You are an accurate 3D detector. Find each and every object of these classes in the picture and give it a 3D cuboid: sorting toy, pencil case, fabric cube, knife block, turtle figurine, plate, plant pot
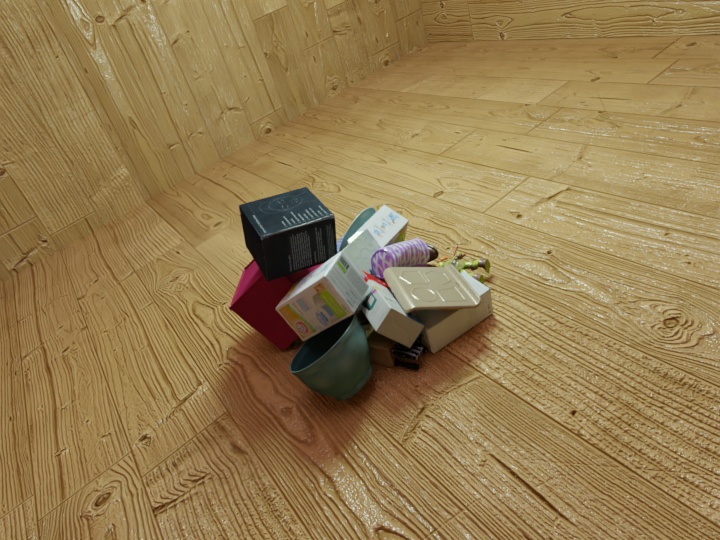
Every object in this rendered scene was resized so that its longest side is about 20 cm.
[{"bbox_3d":[0.169,0.046,1.290,0.192,0.038,0.186,-4,30,-17],"label":"sorting toy"},{"bbox_3d":[0.111,-0.031,1.429,0.197,0.087,0.084,-20,-17,-48],"label":"pencil case"},{"bbox_3d":[-0.217,0.054,1.478,0.199,0.198,0.199,-39,24,25],"label":"fabric cube"},{"bbox_3d":[0.061,0.196,1.301,0.194,0.066,0.177,-23,32,-3],"label":"knife block"},{"bbox_3d":[0.277,-0.011,1.475,0.157,0.066,0.201,6,42,36],"label":"turtle figurine"},{"bbox_3d":[-0.003,-0.105,1.680,0.025,0.203,0.200,33,55,18],"label":"plate"},{"bbox_3d":[-0.051,0.214,1.244,0.198,0.135,0.201,-37,13,10],"label":"plant pot"}]

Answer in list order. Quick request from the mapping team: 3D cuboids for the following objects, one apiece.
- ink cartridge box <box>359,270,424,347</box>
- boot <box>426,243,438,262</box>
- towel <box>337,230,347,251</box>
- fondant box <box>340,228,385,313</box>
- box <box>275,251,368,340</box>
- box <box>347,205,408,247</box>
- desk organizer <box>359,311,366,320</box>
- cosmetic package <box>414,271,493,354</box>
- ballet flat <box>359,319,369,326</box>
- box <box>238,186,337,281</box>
[{"bbox_3d":[0.058,0.088,1.280,0.068,0.114,0.201,-55,32,11],"label":"ink cartridge box"},{"bbox_3d":[0.118,0.008,1.539,0.182,0.066,0.201,-11,28,41],"label":"boot"},{"bbox_3d":[-0.053,-0.092,1.793,0.142,0.024,0.200,-7,31,49],"label":"towel"},{"bbox_3d":[0.000,0.000,1.412,0.058,0.146,0.200,-34,7,43],"label":"fondant box"},{"bbox_3d":[-0.092,0.065,1.261,0.197,0.113,0.102,-30,17,39],"label":"box"},{"bbox_3d":[0.050,-0.086,1.644,0.100,0.114,0.200,33,55,19],"label":"box"},{"bbox_3d":[0.091,0.084,1.429,0.195,0.079,0.072,-27,13,7],"label":"desk organizer"},{"bbox_3d":[0.221,0.103,1.327,0.196,0.083,0.112,-30,35,-16],"label":"cosmetic package"},{"bbox_3d":[-0.045,0.180,1.391,0.196,0.069,0.047,-31,33,-3],"label":"ballet flat"},{"bbox_3d":[-0.182,-0.098,1.332,0.190,0.128,0.200,-16,35,-21],"label":"box"}]
